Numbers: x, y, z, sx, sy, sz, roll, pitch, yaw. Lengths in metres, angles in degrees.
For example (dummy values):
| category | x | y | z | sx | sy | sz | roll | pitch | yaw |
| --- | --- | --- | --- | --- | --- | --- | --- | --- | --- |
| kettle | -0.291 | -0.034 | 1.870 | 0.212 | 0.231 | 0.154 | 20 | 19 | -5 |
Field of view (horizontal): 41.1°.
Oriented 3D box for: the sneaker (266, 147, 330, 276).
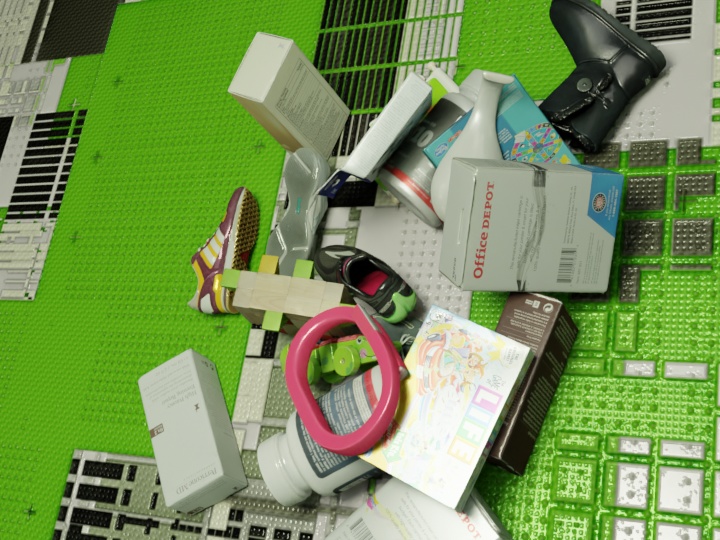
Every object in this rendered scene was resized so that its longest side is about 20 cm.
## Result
| category | x | y | z | sx | sy | sz | roll | pitch | yaw |
| --- | --- | --- | --- | --- | --- | --- | --- | --- | --- |
| sneaker | -0.082 | -0.075 | 1.420 | 0.069 | 0.080 | 0.204 | 17 | 96 | 23 |

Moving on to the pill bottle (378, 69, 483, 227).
| category | x | y | z | sx | sy | sz | roll | pitch | yaw |
| --- | --- | --- | --- | --- | --- | --- | --- | --- | --- |
| pill bottle | 0.127 | -0.170 | 1.327 | 0.201 | 0.114 | 0.114 | -50 | 57 | -1 |

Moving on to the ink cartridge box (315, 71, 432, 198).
| category | x | y | z | sx | sy | sz | roll | pitch | yaw |
| --- | --- | --- | --- | --- | --- | --- | --- | --- | --- |
| ink cartridge box | 0.025 | -0.168 | 1.309 | 0.040 | 0.200 | 0.201 | 39 | 96 | 1 |

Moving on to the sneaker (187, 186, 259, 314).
| category | x | y | z | sx | sy | sz | roll | pitch | yaw |
| --- | --- | --- | --- | --- | --- | --- | --- | --- | --- |
| sneaker | -0.213 | -0.034 | 1.459 | 0.088 | 0.075 | 0.204 | 1 | 68 | 20 |

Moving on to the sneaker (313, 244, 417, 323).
| category | x | y | z | sx | sy | sz | roll | pitch | yaw |
| --- | --- | --- | --- | --- | --- | --- | --- | --- | --- |
| sneaker | 0.000 | 0.000 | 1.321 | 0.077 | 0.084 | 0.199 | -50 | 41 | -13 |

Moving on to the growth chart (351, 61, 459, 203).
| category | x | y | z | sx | sy | sz | roll | pitch | yaw |
| --- | --- | --- | --- | --- | --- | --- | --- | --- | --- |
| growth chart | 0.077 | -0.209 | 1.427 | 0.200 | 0.018 | 0.145 | -47 | 56 | 0 |

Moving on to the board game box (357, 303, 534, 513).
| category | x | y | z | sx | sy | sz | roll | pitch | yaw |
| --- | --- | --- | --- | --- | --- | --- | --- | --- | --- |
| board game box | 0.100 | 0.157 | 1.118 | 0.133 | 0.034 | 0.203 | 23 | 79 | 25 |

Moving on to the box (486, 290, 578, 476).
| category | x | y | z | sx | sy | sz | roll | pitch | yaw |
| --- | --- | --- | --- | --- | --- | --- | --- | --- | --- |
| box | 0.191 | 0.136 | 1.172 | 0.074 | 0.100 | 0.203 | 15 | 75 | 30 |

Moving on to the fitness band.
| category | x | y | z | sx | sy | sz | roll | pitch | yaw |
| --- | --- | --- | --- | --- | --- | --- | --- | --- | --- |
| fitness band | -0.020 | 0.127 | 1.158 | 0.144 | 0.037 | 0.201 | -45 | 45 | 13 |

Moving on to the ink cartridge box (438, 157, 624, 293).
| category | x | y | z | sx | sy | sz | roll | pitch | yaw |
| --- | --- | --- | --- | --- | --- | --- | --- | --- | --- |
| ink cartridge box | 0.204 | -0.055 | 1.163 | 0.084 | 0.196 | 0.148 | -136 | 50 | -67 |

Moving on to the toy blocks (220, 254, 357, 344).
| category | x | y | z | sx | sy | sz | roll | pitch | yaw |
| --- | --- | --- | --- | --- | --- | --- | --- | --- | --- |
| toy blocks | -0.081 | 0.057 | 1.324 | 0.196 | 0.137 | 0.102 | 7 | 71 | 17 |

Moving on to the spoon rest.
| category | x | y | z | sx | sy | sz | roll | pitch | yaw |
| --- | --- | --- | --- | --- | --- | --- | --- | --- | --- |
| spoon rest | 0.148 | -0.148 | 1.200 | 0.097 | 0.061 | 0.204 | 12 | 109 | -1 |

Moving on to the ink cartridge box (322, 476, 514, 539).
| category | x | y | z | sx | sy | sz | roll | pitch | yaw |
| --- | --- | --- | --- | --- | --- | --- | --- | --- | --- |
| ink cartridge box | 0.068 | 0.332 | 1.156 | 0.200 | 0.085 | 0.145 | -42 | 57 | 5 |

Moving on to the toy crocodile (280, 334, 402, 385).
| category | x | y | z | sx | sy | sz | roll | pitch | yaw |
| --- | --- | --- | --- | --- | --- | --- | --- | --- | --- |
| toy crocodile | -0.028 | 0.114 | 1.280 | 0.198 | 0.067 | 0.063 | -18 | 77 | 43 |

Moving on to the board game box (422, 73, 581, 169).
| category | x | y | z | sx | sy | sz | roll | pitch | yaw |
| --- | --- | --- | --- | --- | --- | --- | --- | --- | --- |
| board game box | 0.198 | -0.125 | 1.247 | 0.150 | 0.047 | 0.201 | -38 | 94 | 4 |

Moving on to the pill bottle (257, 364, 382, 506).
| category | x | y | z | sx | sy | sz | roll | pitch | yaw |
| --- | --- | --- | --- | --- | --- | --- | --- | --- | --- |
| pill bottle | -0.028 | 0.217 | 1.232 | 0.198 | 0.120 | 0.121 | -29 | 59 | 12 |

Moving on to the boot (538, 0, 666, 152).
| category | x | y | z | sx | sy | sz | roll | pitch | yaw |
| --- | --- | --- | --- | --- | --- | --- | --- | --- | --- |
| boot | 0.290 | -0.271 | 1.311 | 0.168 | 0.076 | 0.200 | -46 | 63 | -3 |

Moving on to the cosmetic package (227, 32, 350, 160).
| category | x | y | z | sx | sy | sz | roll | pitch | yaw |
| --- | --- | --- | --- | --- | --- | --- | --- | --- | --- |
| cosmetic package | -0.101 | -0.250 | 1.421 | 0.070 | 0.200 | 0.107 | 20 | 77 | 31 |

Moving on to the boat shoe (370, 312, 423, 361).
| category | x | y | z | sx | sy | sz | roll | pitch | yaw |
| --- | --- | --- | --- | --- | --- | --- | --- | --- | --- |
| boat shoe | 0.075 | 0.103 | 1.264 | 0.198 | 0.062 | 0.074 | 30 | 85 | 33 |

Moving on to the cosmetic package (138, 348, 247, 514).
| category | x | y | z | sx | sy | sz | roll | pitch | yaw |
| --- | --- | --- | --- | --- | --- | --- | --- | --- | --- |
| cosmetic package | -0.239 | 0.228 | 1.360 | 0.101 | 0.074 | 0.202 | -30 | 57 | 12 |
